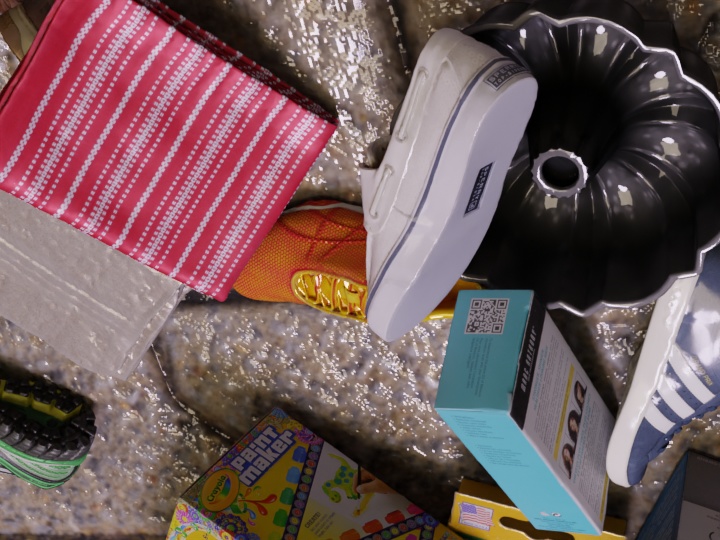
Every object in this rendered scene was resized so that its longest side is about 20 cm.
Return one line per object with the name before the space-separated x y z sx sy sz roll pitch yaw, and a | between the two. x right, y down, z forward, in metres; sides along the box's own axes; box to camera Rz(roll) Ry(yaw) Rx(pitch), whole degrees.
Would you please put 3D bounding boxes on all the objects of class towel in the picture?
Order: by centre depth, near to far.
towel | -0.123 -0.078 0.915 0.200 0.022 0.145 30 100 -33
towel | -0.222 -0.013 1.078 0.200 0.034 0.133 34 127 -6

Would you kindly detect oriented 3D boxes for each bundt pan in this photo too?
bundt pan | 0.121 -0.076 0.884 0.202 0.076 0.202 9 128 12

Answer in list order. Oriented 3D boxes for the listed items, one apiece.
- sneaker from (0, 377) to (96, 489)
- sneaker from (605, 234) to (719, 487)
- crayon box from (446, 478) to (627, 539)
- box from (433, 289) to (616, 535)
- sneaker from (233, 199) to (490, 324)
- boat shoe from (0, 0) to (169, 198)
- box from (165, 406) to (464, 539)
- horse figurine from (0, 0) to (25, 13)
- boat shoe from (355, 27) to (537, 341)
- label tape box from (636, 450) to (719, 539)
sneaker | -0.308 0.116 1.174 0.200 0.078 0.085 25 130 -1
sneaker | 0.214 0.069 0.962 0.084 0.075 0.200 17 130 8
crayon box | 0.122 0.232 1.130 0.126 0.052 0.200 14 129 9
box | 0.110 0.094 0.960 0.049 0.082 0.200 0 151 27
sneaker | 0.000 0.000 0.983 0.200 0.077 0.073 -2 126 22
boat shoe | -0.136 -0.107 0.947 0.072 0.072 0.200 -40 128 3
box | -0.043 0.246 1.118 0.193 0.122 0.200 34 133 15
horse figurine | -0.195 -0.227 0.899 0.132 0.050 0.200 34 126 -17
boat shoe | 0.033 -0.047 0.854 0.070 0.071 0.200 41 137 22
label tape box | 0.209 0.241 1.010 0.063 0.200 0.144 20 129 4
